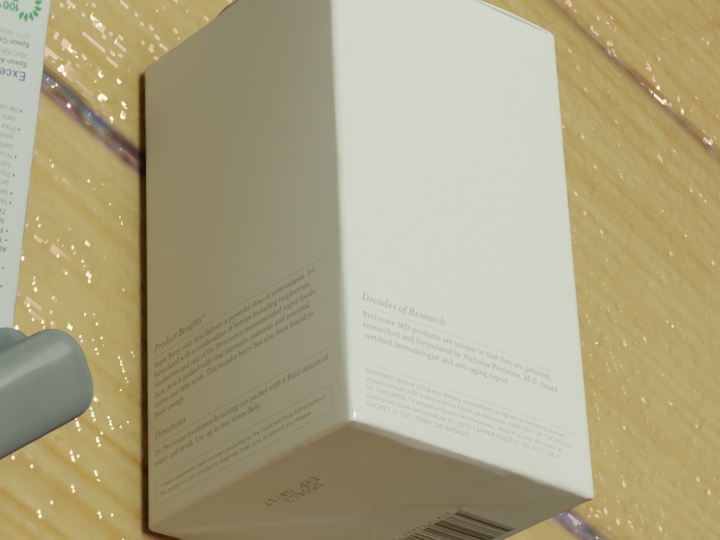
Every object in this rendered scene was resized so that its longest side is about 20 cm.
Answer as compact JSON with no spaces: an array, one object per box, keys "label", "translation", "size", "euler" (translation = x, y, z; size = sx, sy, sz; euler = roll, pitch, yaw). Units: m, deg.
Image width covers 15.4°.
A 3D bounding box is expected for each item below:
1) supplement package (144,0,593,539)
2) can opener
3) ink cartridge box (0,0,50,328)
[{"label":"supplement package","translation":[0.000,0.000,1.000],"size":[0.120,0.121,0.200],"euler":[19,56,-36]},{"label":"can opener","translation":[-0.171,0.057,0.825],"size":[0.200,0.053,0.067],"euler":[-23,108,-40]},{"label":"ink cartridge box","translation":[-0.198,-0.029,0.864],"size":[0.196,0.043,0.200],"euler":[10,85,-41]}]
